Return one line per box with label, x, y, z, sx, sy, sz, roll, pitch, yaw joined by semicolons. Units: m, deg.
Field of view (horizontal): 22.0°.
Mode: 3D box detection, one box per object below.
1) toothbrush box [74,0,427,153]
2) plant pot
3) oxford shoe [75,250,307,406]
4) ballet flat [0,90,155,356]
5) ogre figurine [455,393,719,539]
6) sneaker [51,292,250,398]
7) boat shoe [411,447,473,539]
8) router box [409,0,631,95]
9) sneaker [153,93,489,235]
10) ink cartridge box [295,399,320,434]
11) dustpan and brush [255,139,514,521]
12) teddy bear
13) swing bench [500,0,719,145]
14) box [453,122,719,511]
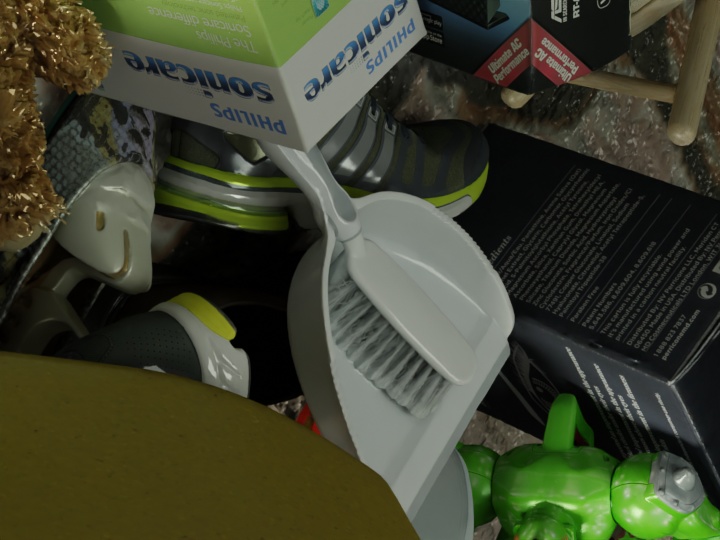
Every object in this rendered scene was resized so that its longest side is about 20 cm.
toothbrush box;-0.076;-0.158;0.701;0.086;0.145;0.201;-46;135;-31
plant pot;-0.071;0.154;0.671;0.199;0.196;0.195;0;122;-26
oxford shoe;-0.034;0.036;0.892;0.200;0.084;0.073;-7;112;-46
ballet flat;-0.127;0.009;0.792;0.072;0.072;0.201;36;81;-48
ogre figurine;0.104;0.131;0.937;0.098;0.199;0.120;-52;141;-27
sneaker;-0.110;0.102;0.780;0.084;0.074;0.201;-7;118;-40
boat shoe;0.017;0.183;0.879;0.091;0.071;0.201;59;39;-59
router box;0.019;-0.172;0.754;0.062;0.200;0.150;-26;125;-35
sneaker;-0.009;-0.065;0.879;0.200;0.074;0.081;-7;111;-46
ink cartridge box;-0.022;0.140;0.917;0.163;0.057;0.200;-62;172;-3
dustpan and brush;0.000;0.000;0.818;0.200;0.057;0.140;49;49;-16
teddy bear;-0.164;-0.084;0.700;0.144;0.067;0.201;-15;130;0
swing bench;0.124;-0.204;0.909;0.200;0.129;0.199;-59;138;-15
box;0.132;0.028;0.970;0.104;0.200;0.148;-51;138;-17
